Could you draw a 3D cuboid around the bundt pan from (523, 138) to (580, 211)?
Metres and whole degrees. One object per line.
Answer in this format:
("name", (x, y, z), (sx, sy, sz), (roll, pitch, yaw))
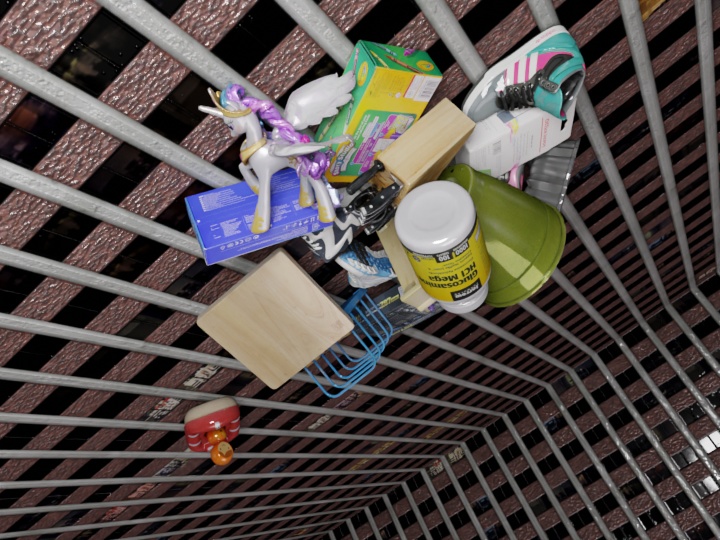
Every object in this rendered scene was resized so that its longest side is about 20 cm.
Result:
("bundt pan", (0.353, -0.157, 1.188), (0.202, 0.075, 0.205), (17, 90, -73))

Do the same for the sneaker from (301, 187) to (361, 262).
("sneaker", (-0.083, -0.058, 1.024), (0.197, 0.080, 0.131), (-21, 143, -36))

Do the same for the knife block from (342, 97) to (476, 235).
("knife block", (0.062, -0.146, 0.879), (0.201, 0.064, 0.175), (-52, 169, 22))

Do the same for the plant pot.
("plant pot", (0.202, -0.073, 1.042), (0.192, 0.202, 0.200), (31, 119, -28))

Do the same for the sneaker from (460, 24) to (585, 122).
("sneaker", (0.261, -0.268, 0.960), (0.199, 0.122, 0.083), (-37, 150, 14))

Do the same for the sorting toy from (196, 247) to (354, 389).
("sorting toy", (-0.149, 0.078, 1.112), (0.198, 0.070, 0.200), (-38, 117, 12))

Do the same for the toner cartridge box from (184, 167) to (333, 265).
("toner cartridge box", (-0.144, -0.085, 0.911), (0.197, 0.096, 0.043), (-19, 152, -18))

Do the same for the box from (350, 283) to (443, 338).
("box", (0.090, 0.087, 1.401), (0.199, 0.052, 0.157), (-32, 153, 31))

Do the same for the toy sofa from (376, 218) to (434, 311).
("toy sofa", (0.092, -0.033, 1.096), (0.083, 0.202, 0.097), (-39, 143, 22))

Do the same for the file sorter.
("file sorter", (-0.026, 0.142, 1.257), (0.138, 0.123, 0.200), (-40, -179, 19))

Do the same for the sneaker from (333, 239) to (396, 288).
("sneaker", (0.000, 0.000, 1.203), (0.086, 0.076, 0.199), (-36, 151, 24))

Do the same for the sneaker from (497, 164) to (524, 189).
("sneaker", (0.265, -0.160, 1.204), (0.094, 0.081, 0.200), (4, 169, 15))

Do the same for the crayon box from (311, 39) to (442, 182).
("crayon box", (0.015, -0.215, 0.887), (0.117, 0.059, 0.201), (-5, 143, -36))

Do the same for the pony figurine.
("pony figurine", (-0.089, -0.153, 0.799), (0.189, 0.168, 0.202), (-7, 131, 10))

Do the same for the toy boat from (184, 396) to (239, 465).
("toy boat", (-0.330, 0.382, 1.439), (0.129, 0.132, 0.201), (-17, 149, -22))

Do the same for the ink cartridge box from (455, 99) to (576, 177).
("ink cartridge box", (0.259, -0.236, 1.064), (0.198, 0.068, 0.117), (-27, 152, -1))

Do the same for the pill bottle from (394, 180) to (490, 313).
("pill bottle", (0.127, -0.024, 0.903), (0.111, 0.113, 0.201), (-30, 140, 2))
